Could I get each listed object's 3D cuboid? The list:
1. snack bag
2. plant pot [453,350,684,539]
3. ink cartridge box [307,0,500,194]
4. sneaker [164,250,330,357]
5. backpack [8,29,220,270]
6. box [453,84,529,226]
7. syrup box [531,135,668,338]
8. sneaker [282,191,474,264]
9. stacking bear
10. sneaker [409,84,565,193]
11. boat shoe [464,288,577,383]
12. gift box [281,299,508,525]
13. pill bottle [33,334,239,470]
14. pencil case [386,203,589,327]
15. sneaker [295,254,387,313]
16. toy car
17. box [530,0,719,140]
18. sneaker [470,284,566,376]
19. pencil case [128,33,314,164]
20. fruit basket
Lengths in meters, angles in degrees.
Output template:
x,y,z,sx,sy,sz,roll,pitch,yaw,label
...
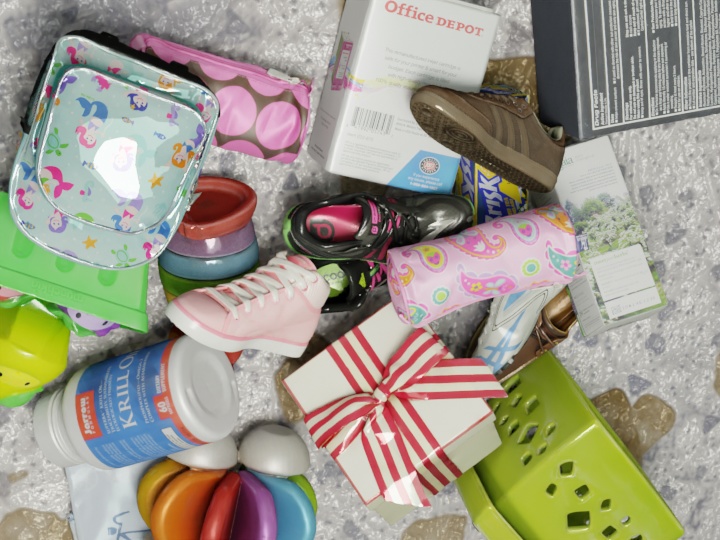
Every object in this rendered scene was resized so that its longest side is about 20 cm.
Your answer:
x,y,z,sx,sy,sz,roll,pitch,yaw,label
-0.231,0.258,1.607,0.187,0.021,0.202,-12,106,-14,snack bag
0.217,0.240,1.646,0.181,0.199,0.200,-39,114,5,plant pot
0.044,-0.194,1.516,0.143,0.085,0.202,11,105,-21,ink cartridge box
-0.104,0.023,1.433,0.200,0.075,0.105,12,112,-54,sneaker
-0.233,-0.102,1.349,0.176,0.151,0.201,21,103,-15,backpack
0.141,-0.097,1.582,0.064,0.070,0.202,-6,108,-17,box
0.256,-0.038,1.586,0.078,0.081,0.202,-17,80,-11,syrup box
0.021,-0.042,1.479,0.198,0.084,0.077,-6,87,-5,sneaker
-0.160,0.015,1.509,0.113,0.121,0.202,-20,124,-37,stacking bear
0.132,-0.152,1.491,0.199,0.070,0.076,30,73,-35,sneaker
0.199,0.058,1.648,0.200,0.068,0.072,-44,113,0,boat shoe
0.050,0.154,1.529,0.184,0.187,0.200,-40,68,-4,gift box
-0.233,0.141,1.484,0.199,0.112,0.113,-19,115,26,pill bottle
0.124,-0.005,1.459,0.198,0.087,0.088,-15,110,-9,pencil case
0.000,0.000,1.560,0.199,0.087,0.074,-21,111,-10,sneaker
-0.134,0.259,1.545,0.198,0.150,0.177,8,100,-20,toy car
0.292,-0.260,1.549,0.197,0.123,0.202,-11,107,-14,box
0.161,0.044,1.574,0.072,0.072,0.201,33,119,6,sneaker
-0.148,-0.177,1.465,0.198,0.091,0.094,12,133,-20,pencil case
-0.323,0.042,1.456,0.214,0.155,0.218,0,89,-22,fruit basket
